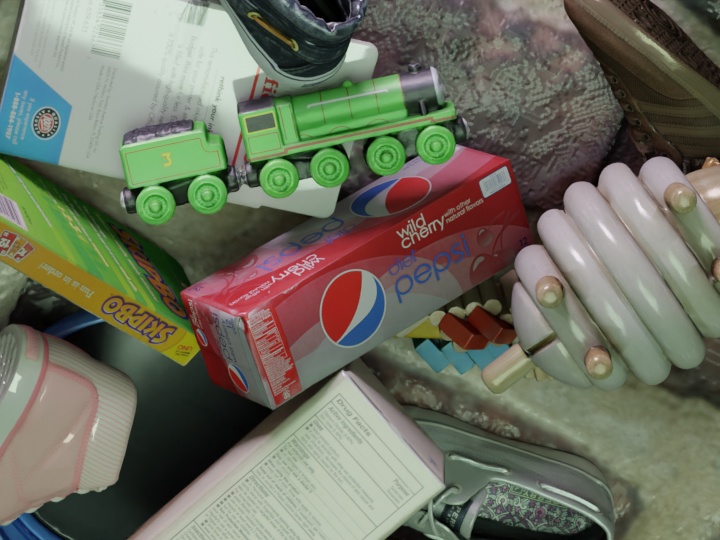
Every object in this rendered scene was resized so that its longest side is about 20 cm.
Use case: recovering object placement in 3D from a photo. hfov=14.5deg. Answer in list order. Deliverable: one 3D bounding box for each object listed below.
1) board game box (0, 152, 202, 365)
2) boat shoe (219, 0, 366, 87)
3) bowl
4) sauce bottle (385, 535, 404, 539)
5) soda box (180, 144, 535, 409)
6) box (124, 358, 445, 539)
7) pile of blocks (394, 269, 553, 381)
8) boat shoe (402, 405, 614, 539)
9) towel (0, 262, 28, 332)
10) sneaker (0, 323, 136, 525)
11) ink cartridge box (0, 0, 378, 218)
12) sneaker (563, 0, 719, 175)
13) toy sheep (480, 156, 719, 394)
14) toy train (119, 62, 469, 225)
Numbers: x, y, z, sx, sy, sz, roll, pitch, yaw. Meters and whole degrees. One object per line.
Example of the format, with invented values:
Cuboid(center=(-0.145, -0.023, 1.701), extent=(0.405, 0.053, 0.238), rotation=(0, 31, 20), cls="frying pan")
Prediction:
Cuboid(center=(-0.163, -0.014, 1.601), extent=(0.200, 0.096, 0.030), rotation=(30, 109, -38), cls="board game box")
Cuboid(center=(-0.066, -0.196, 1.529), extent=(0.071, 0.091, 0.200), rotation=(-38, 87, -21), cls="boat shoe")
Cuboid(center=(-0.134, 0.109, 1.720), extent=(0.200, 0.039, 0.201), rotation=(-2, 114, -4), cls="bowl")
Cuboid(center=(0.018, 0.193, 1.718), extent=(0.200, 0.066, 0.066), rotation=(27, 109, -11), cls="sauce bottle")
Cuboid(center=(0.000, 0.000, 1.621), extent=(0.200, 0.070, 0.064), rotation=(-30, 117, -26), cls="soda box")
Cuboid(center=(-0.052, 0.147, 1.638), extent=(0.200, 0.078, 0.095), rotation=(-40, 96, 7), cls="box")
Cuboid(center=(0.090, 0.039, 1.698), extent=(0.199, 0.062, 0.082), rotation=(-3, 114, -4), cls="pile of blocks")
Cuboid(center=(0.062, 0.139, 1.735), extent=(0.199, 0.069, 0.072), rotation=(18, 111, -13), cls="boat shoe")
Cuboid(center=(-0.271, 0.013, 1.668), extent=(0.132, 0.034, 0.200), rotation=(23, 109, -16), cls="towel")
Cuboid(center=(-0.201, 0.123, 1.656), extent=(0.104, 0.075, 0.200), rotation=(19, 122, -30), cls="sneaker")
Cuboid(center=(-0.101, -0.110, 1.610), extent=(0.199, 0.067, 0.116), rotation=(12, 112, -11), cls="ink cartridge box")
Cuboid(center=(0.181, -0.091, 1.645), extent=(0.200, 0.070, 0.076), rotation=(38, 111, -18), cls="sneaker")
Cuboid(center=(0.151, 0.006, 1.609), extent=(0.200, 0.138, 0.138), rotation=(-31, 113, 5), cls="toy sheep")
Cuboid(center=(-0.040, -0.072, 1.576), extent=(0.199, 0.042, 0.057), rotation=(-13, 104, 0), cls="toy train")
